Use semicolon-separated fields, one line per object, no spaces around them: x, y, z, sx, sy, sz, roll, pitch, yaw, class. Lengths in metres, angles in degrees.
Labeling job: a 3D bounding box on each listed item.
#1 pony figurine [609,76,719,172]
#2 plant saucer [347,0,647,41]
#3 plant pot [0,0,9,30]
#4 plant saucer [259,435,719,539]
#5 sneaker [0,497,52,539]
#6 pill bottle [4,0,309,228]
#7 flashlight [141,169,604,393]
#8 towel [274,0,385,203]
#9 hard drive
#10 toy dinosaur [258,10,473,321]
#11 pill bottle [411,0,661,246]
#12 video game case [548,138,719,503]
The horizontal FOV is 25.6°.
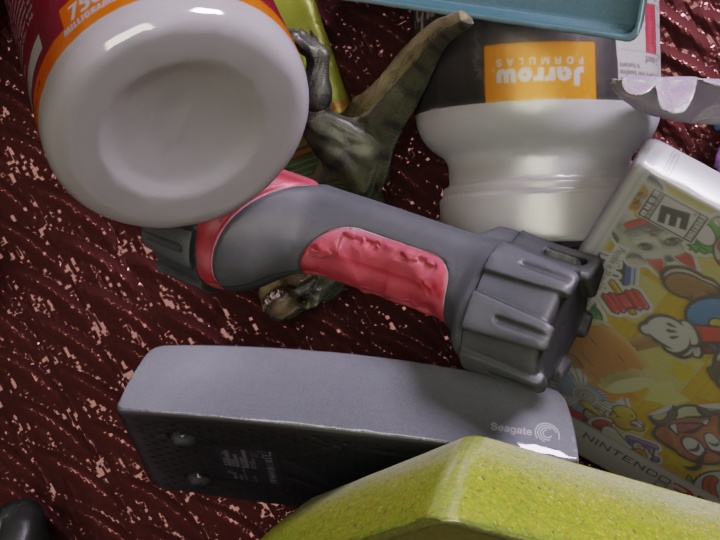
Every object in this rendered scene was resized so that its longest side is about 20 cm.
0.212;-0.074;0.696;0.166;0.193;0.200;29;88;16;pony figurine
0.042;-0.146;0.690;0.200;0.019;0.070;15;99;37;plant saucer
-0.277;-0.170;0.756;0.201;0.201;0.195;-35;94;5;plant pot
0.068;0.124;0.684;0.200;0.200;0.048;18;64;-24;plant saucer
-0.140;0.209;0.794;0.091;0.076;0.200;-11;95;-4;sneaker
-0.101;-0.121;0.707;0.113;0.113;0.200;-30;45;5;pill bottle
0.000;0.000;0.699;0.200;0.068;0.068;21;120;26;flashlight
-0.053;-0.097;0.809;0.086;0.018;0.200;-19;87;2;towel
-0.003;0.079;0.739;0.200;0.135;0.042;6;67;4;hard drive
-0.014;-0.067;0.748;0.088;0.047;0.200;43;132;18;toy dinosaur
0.082;-0.112;0.743;0.116;0.116;0.200;-2;89;6;pill bottle
0.168;0.049;0.703;0.182;0.200;0.023;29;53;4;video game case
